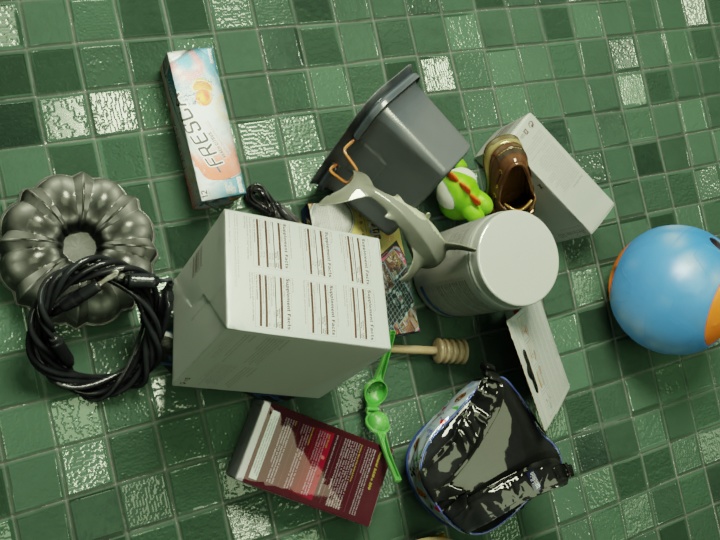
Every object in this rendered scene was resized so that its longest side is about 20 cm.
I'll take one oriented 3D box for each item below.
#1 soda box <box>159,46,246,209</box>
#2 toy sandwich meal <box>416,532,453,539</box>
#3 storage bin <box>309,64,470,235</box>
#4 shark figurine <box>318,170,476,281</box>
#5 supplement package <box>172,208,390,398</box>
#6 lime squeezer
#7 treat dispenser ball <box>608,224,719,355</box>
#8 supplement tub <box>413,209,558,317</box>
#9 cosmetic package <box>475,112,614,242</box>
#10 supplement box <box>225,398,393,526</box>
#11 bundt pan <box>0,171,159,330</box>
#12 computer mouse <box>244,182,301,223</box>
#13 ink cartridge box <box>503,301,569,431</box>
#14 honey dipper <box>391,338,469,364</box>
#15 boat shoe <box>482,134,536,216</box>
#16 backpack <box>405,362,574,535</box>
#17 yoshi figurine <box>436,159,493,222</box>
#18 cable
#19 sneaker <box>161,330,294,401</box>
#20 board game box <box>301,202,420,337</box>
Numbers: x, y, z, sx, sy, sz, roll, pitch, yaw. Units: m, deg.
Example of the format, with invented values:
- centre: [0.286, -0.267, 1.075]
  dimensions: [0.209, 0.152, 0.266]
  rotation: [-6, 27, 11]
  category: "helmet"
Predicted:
- centre: [-0.210, -0.186, 1.071]
  dimensions: [0.063, 0.068, 0.202]
  rotation: [-14, 90, -23]
  category: "soda box"
- centre: [0.097, 0.459, 1.127]
  dimensions: [0.203, 0.070, 0.207]
  rotation: [1, 86, -18]
  category: "toy sandwich meal"
- centre: [0.041, -0.144, 1.073]
  dimensions: [0.134, 0.200, 0.146]
  rotation: [43, 48, 1]
  category: "storage bin"
- centre: [0.054, -0.037, 1.012]
  dimensions: [0.214, 0.128, 0.090]
  rotation: [41, 75, -43]
  category: "shark figurine"
- centre: [-0.100, 0.049, 0.962]
  dimensions: [0.199, 0.191, 0.148]
  rotation: [10, 60, -28]
  category: "supplement package"
- centre: [0.033, 0.188, 1.105]
  dimensions: [0.038, 0.070, 0.202]
  rotation: [17, 65, -43]
  category: "lime squeezer"
- centre: [0.490, 0.030, 1.260]
  dimensions: [0.199, 0.201, 0.203]
  rotation: [3, 83, -22]
  category: "treat dispenser ball"
- centre: [0.169, -0.005, 1.134]
  dimensions: [0.131, 0.200, 0.133]
  rotation: [2, 83, -22]
  category: "supplement tub"
- centre: [0.284, -0.139, 1.251]
  dimensions: [0.200, 0.102, 0.074]
  rotation: [45, 71, -10]
  category: "cosmetic package"
- centre: [-0.066, 0.257, 1.083]
  dimensions: [0.199, 0.061, 0.110]
  rotation: [25, 74, -17]
  category: "supplement box"
- centre: [-0.346, -0.030, 0.996]
  dimensions: [0.200, 0.076, 0.204]
  rotation: [3, 82, -21]
  category: "bundt pan"
- centre: [-0.158, -0.012, 1.089]
  dimensions: [0.110, 0.044, 0.201]
  rotation: [41, 65, -18]
  category: "computer mouse"
- centre: [0.244, 0.131, 1.170]
  dimensions: [0.200, 0.050, 0.163]
  rotation: [-23, 94, -62]
  category: "ink cartridge box"
- centre: [0.061, 0.115, 1.167]
  dimensions: [0.198, 0.038, 0.038]
  rotation: [3, 83, -19]
  category: "honey dipper"
- centre: [0.222, -0.102, 1.189]
  dimensions: [0.071, 0.068, 0.201]
  rotation: [-18, 134, -2]
  category: "boat shoe"
- centre: [0.158, 0.263, 1.126]
  dimensions: [0.190, 0.154, 0.201]
  rotation: [-36, 87, -23]
  category: "backpack"
- centre: [0.109, -0.142, 1.199]
  dimensions: [0.200, 0.112, 0.112]
  rotation: [45, 29, 3]
  category: "yoshi figurine"
- centre: [-0.313, 0.078, 0.960]
  dimensions: [0.162, 0.051, 0.201]
  rotation: [7, 119, -35]
  category: "cable"
- centre: [-0.172, 0.112, 1.062]
  dimensions: [0.199, 0.076, 0.078]
  rotation: [18, 54, -18]
  category: "sneaker"
- centre: [0.000, 0.000, 1.142]
  dimensions: [0.134, 0.035, 0.202]
  rotation: [-6, 79, -22]
  category: "board game box"
